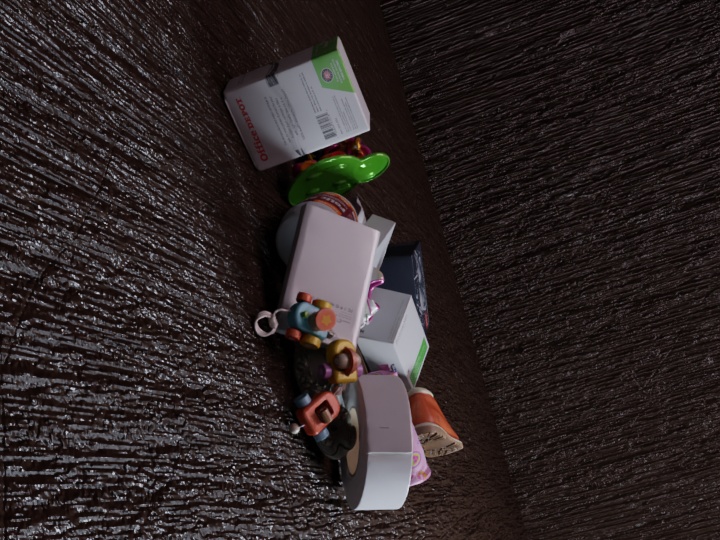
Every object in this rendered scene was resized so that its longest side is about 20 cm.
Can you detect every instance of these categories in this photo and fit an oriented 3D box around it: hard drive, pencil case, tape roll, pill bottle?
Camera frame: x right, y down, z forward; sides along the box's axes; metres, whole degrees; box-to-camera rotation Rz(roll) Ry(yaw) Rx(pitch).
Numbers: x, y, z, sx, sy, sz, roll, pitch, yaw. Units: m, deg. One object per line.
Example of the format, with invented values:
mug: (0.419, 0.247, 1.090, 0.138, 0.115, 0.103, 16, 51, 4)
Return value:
hard drive: (-0.049, 0.014, 1.415, 0.131, 0.026, 0.201, 20, 69, -22)
pencil case: (0.052, 0.260, 1.561, 0.087, 0.087, 0.201, -21, 93, -78)
tape roll: (0.020, 0.258, 1.413, 0.202, 0.070, 0.204, -177, -90, -78)
pill bottle: (-0.073, -0.064, 1.559, 0.200, 0.114, 0.115, -54, 126, -76)

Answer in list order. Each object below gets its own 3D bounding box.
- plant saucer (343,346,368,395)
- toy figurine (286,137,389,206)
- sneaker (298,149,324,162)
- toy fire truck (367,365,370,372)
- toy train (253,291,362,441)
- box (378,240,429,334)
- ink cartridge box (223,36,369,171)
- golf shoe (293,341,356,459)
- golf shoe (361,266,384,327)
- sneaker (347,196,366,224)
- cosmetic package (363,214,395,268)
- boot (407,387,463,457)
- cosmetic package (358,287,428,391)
plant saucer: (-0.021, 0.198, 1.607, 0.200, 0.036, 0.201, -18, 90, -78)
toy figurine: (-0.073, -0.237, 1.693, 0.150, 0.199, 0.185, 95, -28, -64)
sneaker: (-0.081, -0.190, 1.805, 0.200, 0.073, 0.088, -96, 163, -57)
toy fire truck: (0.019, 0.121, 1.862, 0.141, 0.049, 0.201, 41, 35, -67)
toy train: (-0.061, 0.130, 1.324, 0.150, 0.056, 0.201, -31, 101, -37)
box: (0.082, 0.052, 2.021, 0.182, 0.104, 0.201, -49, 133, -75)
ink cartridge box: (-0.101, -0.269, 1.520, 0.084, 0.199, 0.146, -89, 158, -62)
golf shoe: (-0.059, 0.192, 1.423, 0.097, 0.078, 0.201, 101, -20, -63)
golf shoe: (-0.022, 0.078, 1.500, 0.075, 0.091, 0.201, 46, 60, -84)
sneaker: (-0.007, -0.075, 1.964, 0.200, 0.073, 0.116, -77, 144, -69)
cosmetic package: (0.000, 0.000, 1.654, 0.200, 0.051, 0.151, -54, 162, -68)
boot: (0.138, 0.289, 1.775, 0.200, 0.075, 0.108, 53, 21, -57)
cosmetic package: (0.059, 0.130, 1.735, 0.200, 0.084, 0.108, 67, 40, -57)
